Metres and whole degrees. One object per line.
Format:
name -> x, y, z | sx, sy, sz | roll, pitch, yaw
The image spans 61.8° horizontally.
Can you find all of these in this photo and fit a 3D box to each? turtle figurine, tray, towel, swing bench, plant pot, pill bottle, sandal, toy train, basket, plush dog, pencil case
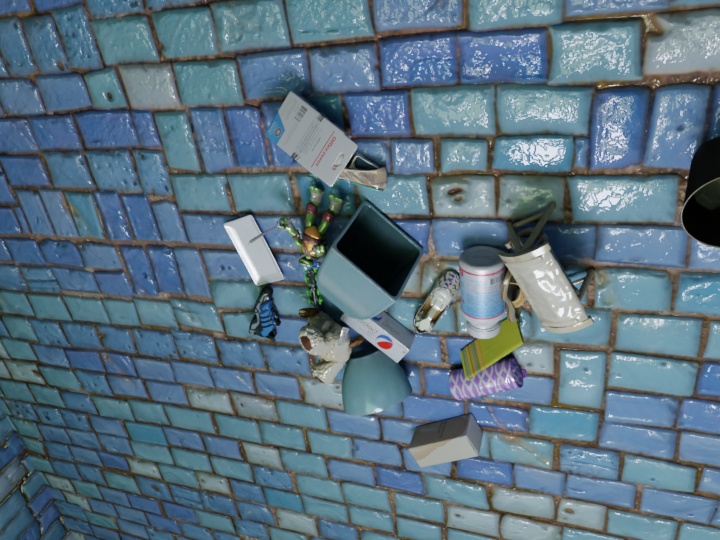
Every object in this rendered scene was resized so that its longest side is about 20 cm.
turtle figurine -> -0.130, -0.101, 1.437 | 0.197, 0.143, 0.198 | 21, 94, -31
tray -> -0.289, -0.056, 1.652 | 0.105, 0.022, 0.204 | -13, 115, 29
towel -> 0.328, 0.195, 1.508 | 0.018, 0.088, 0.200 | 20, 135, -30
swing bench -> 0.394, 0.001, 1.276 | 0.128, 0.201, 0.201 | -24, 109, 33
plant pot -> 0.031, 0.289, 1.641 | 0.196, 0.199, 0.138 | -14, 95, 30
pill bottle -> 0.288, 0.054, 1.415 | 0.106, 0.109, 0.205 | 4, 122, 20
sandal -> 0.359, 0.054, 1.376 | 0.053, 0.082, 0.201 | 10, 149, 28
toy train -> -0.129, 0.002, 1.597 | 0.040, 0.057, 0.205 | -2, 120, 8
plant pot -> 0.000, 0.000, 1.463 | 0.195, 0.198, 0.200 | 39, 136, -5
basket -> 0.656, -0.149, 1.066 | 0.176, 0.201, 0.139 | -6, 118, 25
plush dog -> -0.093, 0.178, 1.638 | 0.172, 0.158, 0.203 | 47, 161, 48
pencil case -> 0.324, 0.285, 1.566 | 0.196, 0.086, 0.085 | -18, 148, 34

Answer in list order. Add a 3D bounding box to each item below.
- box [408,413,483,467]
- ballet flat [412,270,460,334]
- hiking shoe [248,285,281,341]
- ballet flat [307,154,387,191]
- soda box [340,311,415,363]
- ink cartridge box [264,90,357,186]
box -> 0.245, 0.488, 1.721 | 0.197, 0.095, 0.079 | -25, 109, 32
ballet flat -> 0.189, 0.090, 1.507 | 0.071, 0.072, 0.202 | 30, 127, 2
hiking shoe -> -0.263, 0.121, 1.731 | 0.085, 0.075, 0.202 | 21, 137, 0
ballet flat -> -0.027, -0.238, 1.404 | 0.194, 0.068, 0.069 | 13, 106, 9
soda box -> 0.047, 0.153, 1.612 | 0.198, 0.064, 0.068 | 38, 129, -2
ink cartridge box -> -0.102, -0.291, 1.350 | 0.199, 0.067, 0.117 | 39, 104, 7
